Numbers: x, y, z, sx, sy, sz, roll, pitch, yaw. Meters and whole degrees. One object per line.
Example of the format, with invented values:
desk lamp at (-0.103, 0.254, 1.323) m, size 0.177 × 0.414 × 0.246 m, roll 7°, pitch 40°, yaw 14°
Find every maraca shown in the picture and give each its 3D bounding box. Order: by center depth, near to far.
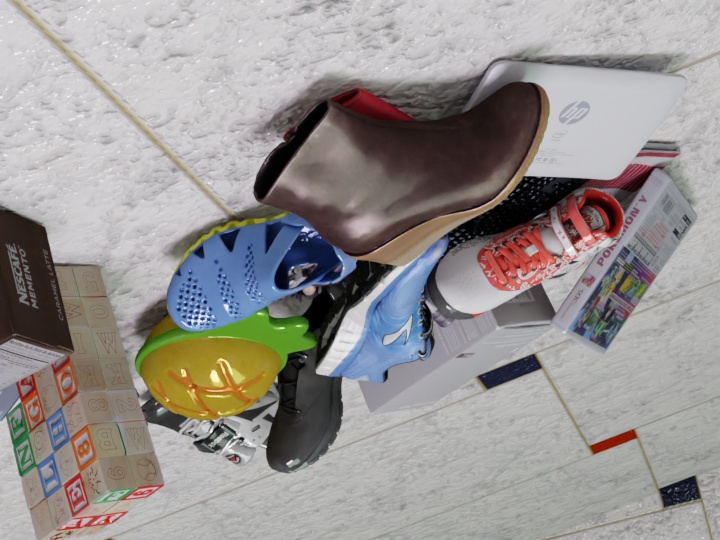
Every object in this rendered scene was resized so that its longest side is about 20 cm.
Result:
maraca at (-0.127, 0.076, 1.368) m, size 0.136 × 0.108 × 0.199 m, roll 14°, pitch 149°, yaw -36°

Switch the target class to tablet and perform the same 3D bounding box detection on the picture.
tablet at (0.166, -0.122, 1.228) m, size 0.198 × 0.014 × 0.130 m, roll -1°, pitch 142°, yaw -29°

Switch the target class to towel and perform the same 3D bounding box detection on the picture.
towel at (0.202, -0.065, 1.435) m, size 0.143 × 0.023 × 0.200 m, roll -3°, pitch 153°, yaw -37°

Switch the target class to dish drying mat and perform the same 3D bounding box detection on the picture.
dish drying mat at (0.018, -0.101, 1.197) m, size 0.076 × 0.018 × 0.200 m, roll -29°, pitch 156°, yaw 22°

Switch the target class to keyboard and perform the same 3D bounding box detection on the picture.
keyboard at (0.130, -0.054, 1.346) m, size 0.103 × 0.040 × 0.200 m, roll 17°, pitch 141°, yaw -35°

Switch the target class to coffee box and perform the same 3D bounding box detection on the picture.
coffee box at (-0.331, 0.046, 1.128) m, size 0.199 × 0.115 × 0.080 m, roll -27°, pitch 157°, yaw 16°

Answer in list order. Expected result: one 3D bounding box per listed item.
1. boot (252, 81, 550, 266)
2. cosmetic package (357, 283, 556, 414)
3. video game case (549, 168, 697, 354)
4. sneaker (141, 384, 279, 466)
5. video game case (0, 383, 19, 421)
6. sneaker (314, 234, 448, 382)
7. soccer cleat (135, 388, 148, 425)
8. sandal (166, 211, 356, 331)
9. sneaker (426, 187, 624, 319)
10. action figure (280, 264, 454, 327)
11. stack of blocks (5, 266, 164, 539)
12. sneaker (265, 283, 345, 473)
boot at (0.035, -0.091, 1.119) m, size 0.200 × 0.073 × 0.166 m, roll -46°, pitch 135°, yaw 18°
cosmetic package at (0.089, 0.066, 1.494) m, size 0.106 × 0.091 × 0.200 m, roll -4°, pitch 152°, yaw -45°
video game case at (0.271, -0.004, 1.495) m, size 0.183 × 0.023 × 0.200 m, roll -56°, pitch 158°, yaw 4°
sneaker at (-0.151, 0.170, 1.620) m, size 0.199 × 0.089 × 0.074 m, roll 6°, pitch 150°, yaw -44°
video game case at (-0.407, 0.116, 1.363) m, size 0.199 × 0.019 × 0.143 m, roll -4°, pitch 154°, yaw -35°
sneaker at (0.033, 0.028, 1.285) m, size 0.088 × 0.079 × 0.201 m, roll 19°, pitch 135°, yaw -14°
soccer cleat at (-0.261, 0.114, 1.411) m, size 0.086 × 0.070 × 0.201 m, roll -24°, pitch 152°, yaw -11°
sandal at (-0.075, -0.006, 1.231) m, size 0.199 × 0.087 × 0.080 m, roll -29°, pitch 113°, yaw 8°
sneaker at (0.155, -0.022, 1.332) m, size 0.200 × 0.068 × 0.108 m, roll -18°, pitch 165°, yaw -41°
action figure at (0.000, 0.000, 1.361) m, size 0.129 × 0.070 × 0.199 m, roll -25°, pitch 144°, yaw 32°
stack of blocks at (-0.245, 0.111, 1.235) m, size 0.058 × 0.202 × 0.115 m, roll 0°, pitch 153°, yaw -44°
sneaker at (-0.053, 0.097, 1.434) m, size 0.075 × 0.202 × 0.091 m, roll 9°, pitch 162°, yaw 42°
